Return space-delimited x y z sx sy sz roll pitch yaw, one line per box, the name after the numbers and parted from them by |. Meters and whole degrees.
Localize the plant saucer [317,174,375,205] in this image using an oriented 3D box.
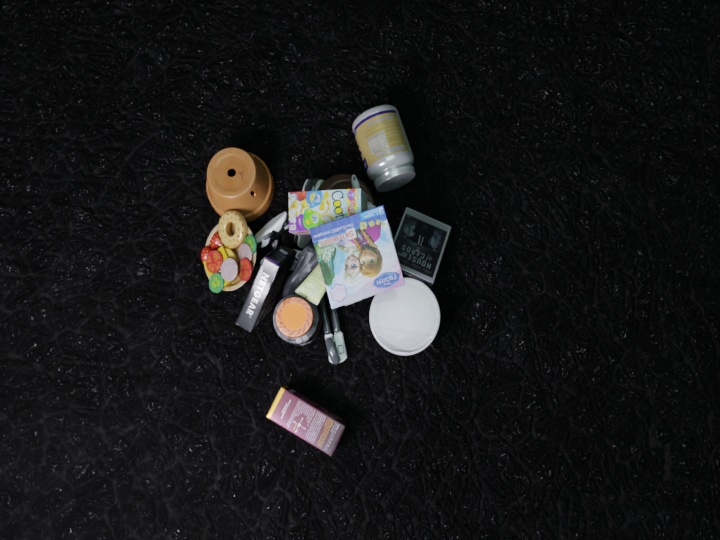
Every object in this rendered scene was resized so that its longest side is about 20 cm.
-0.040 -0.169 1.519 0.193 0.034 0.209 0 90 -23 | plant saucer

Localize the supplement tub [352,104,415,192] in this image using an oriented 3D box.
0.069 -0.344 1.529 0.141 0.146 0.207 -18 81 -4 | supplement tub

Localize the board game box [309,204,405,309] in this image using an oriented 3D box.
-0.008 -0.033 1.329 0.194 0.041 0.206 -18 92 -4 | board game box

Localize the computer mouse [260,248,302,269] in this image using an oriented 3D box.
-0.186 -0.039 1.506 0.192 0.111 0.045 -6 54 5 | computer mouse

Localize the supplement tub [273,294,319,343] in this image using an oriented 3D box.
-0.165 0.131 1.419 0.118 0.200 0.128 0 81 -1 | supplement tub

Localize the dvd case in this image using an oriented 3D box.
0.163 -0.070 1.513 0.146 0.025 0.204 23 59 1 | dvd case

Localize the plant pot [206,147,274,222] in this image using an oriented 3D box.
-0.347 -0.252 1.507 0.192 0.140 0.208 0 80 -1 | plant pot

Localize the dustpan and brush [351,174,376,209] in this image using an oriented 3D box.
0.008 -0.165 1.499 0.136 0.057 0.207 -16 103 -22 | dustpan and brush

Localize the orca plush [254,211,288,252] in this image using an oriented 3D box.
-0.261 -0.075 1.517 0.200 0.105 0.071 -47 116 -10 | orca plush

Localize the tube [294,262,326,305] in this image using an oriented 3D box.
-0.084 -0.006 1.382 0.052 0.057 0.202 44 65 -19 | tube

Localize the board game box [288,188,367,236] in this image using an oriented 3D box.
-0.083 -0.152 1.419 0.192 0.103 0.109 -2 88 10 | board game box

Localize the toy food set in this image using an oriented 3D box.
-0.362 -0.044 1.481 0.198 0.048 0.202 -37 70 19 | toy food set

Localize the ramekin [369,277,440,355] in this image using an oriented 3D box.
0.118 0.129 1.480 0.194 0.094 0.211 0 80 -2 | ramekin

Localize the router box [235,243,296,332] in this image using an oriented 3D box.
-0.246 0.043 1.420 0.050 0.149 0.204 27 109 2 | router box

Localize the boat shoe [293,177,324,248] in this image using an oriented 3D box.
-0.155 -0.166 1.535 0.059 0.076 0.206 15 77 20 | boat shoe

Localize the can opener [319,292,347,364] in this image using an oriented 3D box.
-0.079 0.155 1.484 0.051 0.067 0.207 -11 82 -4 | can opener

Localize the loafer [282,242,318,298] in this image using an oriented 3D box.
-0.154 0.017 1.460 0.070 0.068 0.203 35 122 5 | loafer

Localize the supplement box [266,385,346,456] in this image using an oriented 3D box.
-0.140 0.394 1.422 0.196 0.110 0.087 30 82 4 | supplement box
